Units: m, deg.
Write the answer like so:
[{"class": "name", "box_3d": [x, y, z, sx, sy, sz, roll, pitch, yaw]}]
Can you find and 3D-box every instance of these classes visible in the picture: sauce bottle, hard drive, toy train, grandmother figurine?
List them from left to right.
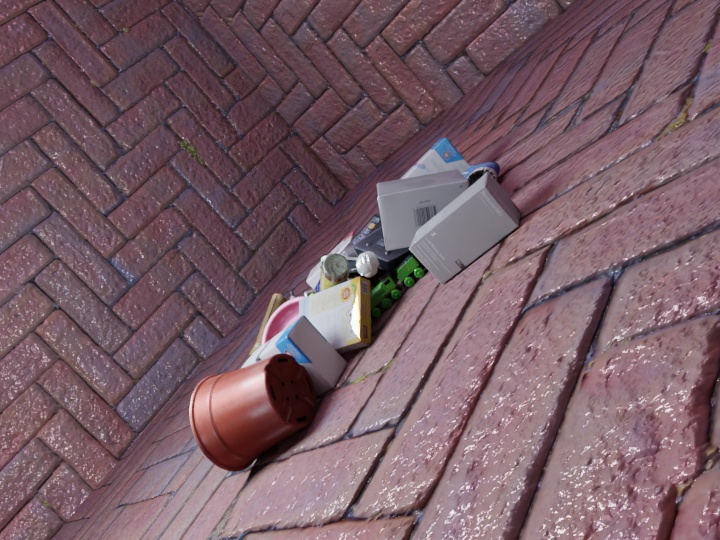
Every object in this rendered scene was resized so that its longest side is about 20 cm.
[{"class": "sauce bottle", "box_3d": [-0.061, 0.033, 1.629, 0.065, 0.064, 0.201, -48, -15, -22]}, {"class": "grandmother figurine", "box_3d": [0.005, 0.028, 1.611, 0.121, 0.060, 0.202, -39, -22, -29]}, {"class": "toy train", "box_3d": [0.061, 0.044, 1.581, 0.200, 0.056, 0.042, -43, 10, 9]}, {"class": "hard drive", "box_3d": [0.092, -0.068, 1.678, 0.198, 0.043, 0.133, -32, 39, -34]}]

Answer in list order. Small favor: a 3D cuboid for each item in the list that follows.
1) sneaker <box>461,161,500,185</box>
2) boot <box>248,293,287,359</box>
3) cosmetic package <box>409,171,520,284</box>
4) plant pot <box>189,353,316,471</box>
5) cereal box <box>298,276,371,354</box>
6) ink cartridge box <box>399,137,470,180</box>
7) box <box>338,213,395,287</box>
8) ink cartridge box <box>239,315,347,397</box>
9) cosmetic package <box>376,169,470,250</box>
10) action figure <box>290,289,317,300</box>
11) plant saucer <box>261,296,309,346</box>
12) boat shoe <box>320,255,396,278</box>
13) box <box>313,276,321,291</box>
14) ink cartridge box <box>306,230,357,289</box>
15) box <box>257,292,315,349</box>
[{"class": "sneaker", "box_3d": [0.266, -0.206, 1.738, 0.198, 0.079, 0.089, -24, 14, 43]}, {"class": "boot", "box_3d": [-0.234, 0.194, 1.873, 0.178, 0.064, 0.203, 95, -172, -45]}, {"class": "cosmetic package", "box_3d": [0.203, -0.081, 1.368, 0.199, 0.107, 0.091, -41, 10, 31]}, {"class": "plant pot", "box_3d": [-0.202, 0.271, 1.411, 0.193, 0.202, 0.202, -28, 16, 29]}, {"class": "cereal box", "box_3d": [-0.059, 0.111, 1.545, 0.197, 0.039, 0.148, -21, 60, 41]}, {"class": "ink cartridge box", "box_3d": [0.194, -0.228, 1.872, 0.200, 0.145, 0.085, -43, 10, 4]}, {"class": "box", "box_3d": [0.038, -0.042, 1.815, 0.159, 0.045, 0.200, 26, 66, 41]}, {"class": "ink cartridge box", "box_3d": [-0.148, 0.209, 1.511, 0.199, 0.145, 0.085, -36, 11, 39]}, {"class": "cosmetic package", "box_3d": [0.140, -0.138, 1.570, 0.194, 0.126, 0.200, -9, 16, 4]}, {"class": "action figure", "box_3d": [-0.176, 0.166, 1.883, 0.200, 0.103, 0.197, -37, 31, 57]}, {"class": "plant saucer", "box_3d": [-0.136, 0.165, 1.649, 0.200, 0.201, 0.051, -43, -31, 6]}, {"class": "boat shoe", "box_3d": [0.000, 0.000, 1.702, 0.075, 0.194, 0.064, 112, 160, -74]}, {"class": "box", "box_3d": [-0.090, 0.057, 1.924, 0.201, 0.032, 0.124, 124, 153, -51]}, {"class": "ink cartridge box", "box_3d": [-0.071, -0.019, 2.293, 0.199, 0.083, 0.147, -42, 10, 15]}, {"class": "box", "box_3d": [-0.147, 0.168, 1.732, 0.200, 0.122, 0.048, -44, -1, 0]}]
